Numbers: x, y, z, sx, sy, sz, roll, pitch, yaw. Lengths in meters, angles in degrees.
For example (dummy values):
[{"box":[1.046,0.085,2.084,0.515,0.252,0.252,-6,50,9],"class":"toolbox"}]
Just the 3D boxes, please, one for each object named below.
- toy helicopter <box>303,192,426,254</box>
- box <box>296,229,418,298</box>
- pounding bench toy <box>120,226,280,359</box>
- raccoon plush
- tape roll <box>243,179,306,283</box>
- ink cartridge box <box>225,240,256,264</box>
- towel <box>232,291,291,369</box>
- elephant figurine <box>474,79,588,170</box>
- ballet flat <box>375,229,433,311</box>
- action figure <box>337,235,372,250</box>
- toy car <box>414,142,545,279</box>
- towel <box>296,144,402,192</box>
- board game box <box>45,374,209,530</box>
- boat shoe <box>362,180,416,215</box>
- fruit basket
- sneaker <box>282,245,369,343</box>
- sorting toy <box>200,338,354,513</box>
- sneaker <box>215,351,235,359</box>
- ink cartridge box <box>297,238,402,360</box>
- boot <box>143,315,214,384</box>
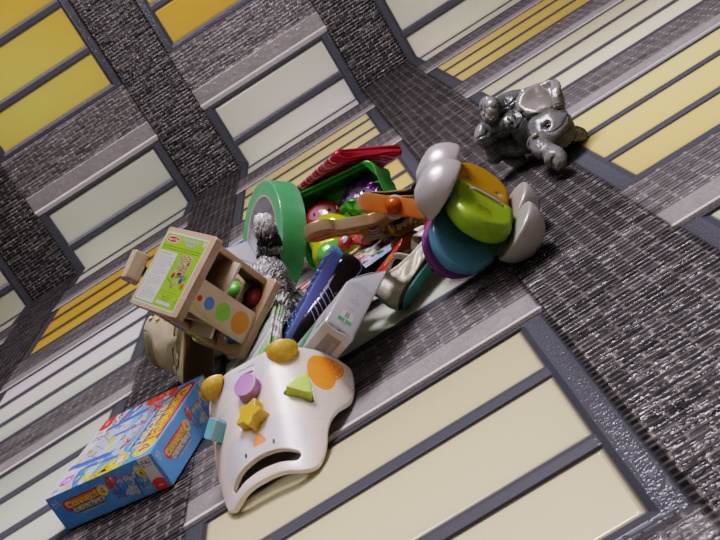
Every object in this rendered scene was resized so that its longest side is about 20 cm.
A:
[{"box":[0.015,-0.069,1.534,0.198,0.080,0.132,-10,-14,-23],"class":"toy helicopter"},{"box":[0.000,0.000,1.680,0.199,0.038,0.137,-35,16,-6],"class":"box"},{"box":[-0.240,0.031,1.570,0.199,0.156,0.125,12,71,46],"class":"pounding bench toy"},{"box":[-0.161,0.014,1.695,0.096,0.203,0.134,-18,3,2],"class":"raccoon plush"},{"box":[-0.153,-0.056,1.874,0.048,0.204,0.200,2,0,-26],"class":"tape roll"},{"box":[-0.259,0.044,1.877,0.114,0.068,0.200,-21,-21,-39],"class":"ink cartridge box"},{"box":[-0.148,0.127,1.530,0.150,0.030,0.200,-58,11,18],"class":"towel"},{"box":[0.288,-0.222,1.673,0.140,0.158,0.199,11,-3,-39],"class":"elephant figurine"},{"box":[0.084,-0.022,1.506,0.062,0.068,0.200,25,48,23],"class":"ballet flat"},{"box":[0.046,-0.094,1.723,0.199,0.052,0.065,-38,19,-10],"class":"action figure"},{"box":[0.140,-0.064,1.413,0.151,0.174,0.200,-59,7,20],"class":"toy car"},{"box":[-0.030,-0.168,1.886,0.143,0.023,0.200,-9,-16,-35],"class":"towel"},{"box":[-0.312,0.252,1.499,0.194,0.056,0.200,-26,17,24],"class":"board game box"},{"box":[0.100,-0.107,1.655,0.197,0.069,0.072,-13,12,-7],"class":"boat shoe"},{"box":[-0.036,-0.082,1.833,0.213,0.157,0.216,-23,0,0],"class":"fruit basket"},{"box":[-0.055,0.066,1.543,0.202,0.077,0.070,-60,10,-10],"class":"sneaker"},{"box":[-0.107,0.192,1.252,0.198,0.107,0.181,-29,35,12],"class":"sorting toy"},{"box":[-0.235,0.090,1.771,0.078,0.091,0.199,-40,14,-26],"class":"sneaker"},{"box":[-0.027,0.053,1.406,0.161,0.050,0.201,-51,9,46],"class":"ink cartridge box"},{"box":[-0.284,0.075,1.706,0.072,0.203,0.155,-1,11,-36],"class":"boot"}]
